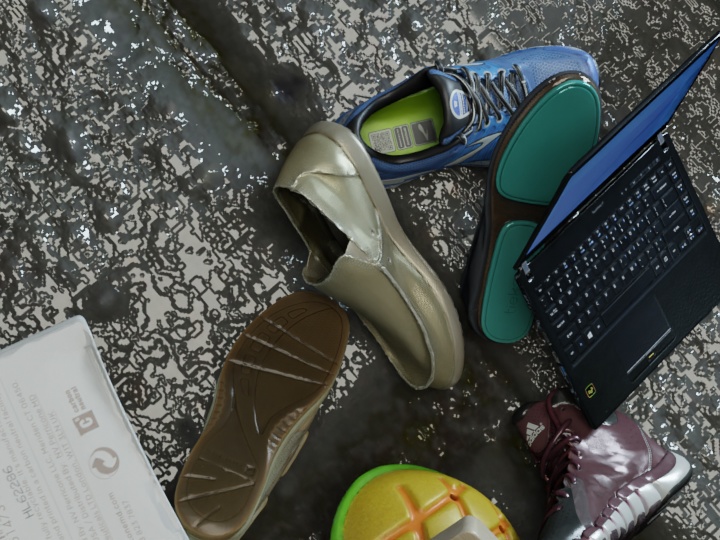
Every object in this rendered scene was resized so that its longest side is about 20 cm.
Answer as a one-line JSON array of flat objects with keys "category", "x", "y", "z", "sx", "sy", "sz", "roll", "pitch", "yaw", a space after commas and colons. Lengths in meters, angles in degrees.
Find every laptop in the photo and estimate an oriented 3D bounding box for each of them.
[{"category": "laptop", "x": 0.195, "y": -0.026, "z": 1.704, "sx": 0.177, "sy": 0.103, "sz": 0.201, "roll": -41, "pitch": 114, "yaw": -32}]

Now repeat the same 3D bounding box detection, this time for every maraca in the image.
[{"category": "maraca", "x": 0.065, "y": 0.209, "z": 1.717, "sx": 0.199, "sy": 0.107, "sz": 0.138, "roll": 33, "pitch": 57, "yaw": -15}]

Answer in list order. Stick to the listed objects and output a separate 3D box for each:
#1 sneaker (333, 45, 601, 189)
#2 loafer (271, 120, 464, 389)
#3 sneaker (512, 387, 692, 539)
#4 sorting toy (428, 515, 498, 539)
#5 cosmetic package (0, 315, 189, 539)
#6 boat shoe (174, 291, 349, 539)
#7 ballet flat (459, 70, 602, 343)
[{"category": "sneaker", "x": 0.074, "y": -0.105, "z": 1.767, "sx": 0.199, "sy": 0.089, "sz": 0.079, "roll": -20, "pitch": 86, "yaw": -9}, {"category": "loafer", "x": 0.000, "y": 0.000, "z": 1.735, "sx": 0.068, "sy": 0.076, "sz": 0.201, "roll": -34, "pitch": 99, "yaw": -27}, {"category": "sneaker", "x": 0.129, "y": 0.145, "z": 1.723, "sx": 0.116, "sy": 0.076, "sz": 0.200, "roll": 45, "pitch": 37, "yaw": 12}, {"category": "sorting toy", "x": 0.057, "y": 0.290, "z": 1.646, "sx": 0.198, "sy": 0.070, "sz": 0.200, "roll": -36, "pitch": 107, "yaw": 23}, {"category": "cosmetic package", "x": -0.216, "y": 0.145, "z": 1.641, "sx": 0.165, "sy": 0.200, "sz": 0.168, "roll": -25, "pitch": 86, "yaw": -9}, {"category": "boat shoe", "x": -0.069, "y": 0.104, "z": 1.736, "sx": 0.072, "sy": 0.065, "sz": 0.201, "roll": 24, "pitch": 62, "yaw": 5}, {"category": "ballet flat", "x": 0.109, "y": -0.050, "z": 1.745, "sx": 0.072, "sy": 0.073, "sz": 0.201, "roll": 13, "pitch": 111, "yaw": -5}]
